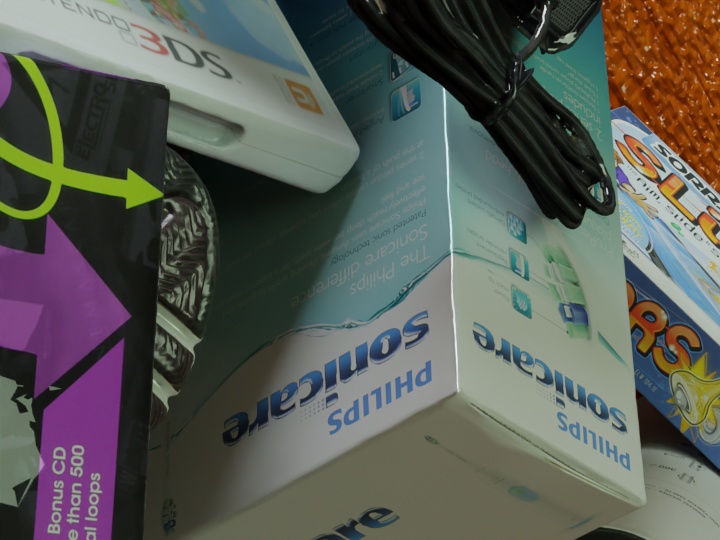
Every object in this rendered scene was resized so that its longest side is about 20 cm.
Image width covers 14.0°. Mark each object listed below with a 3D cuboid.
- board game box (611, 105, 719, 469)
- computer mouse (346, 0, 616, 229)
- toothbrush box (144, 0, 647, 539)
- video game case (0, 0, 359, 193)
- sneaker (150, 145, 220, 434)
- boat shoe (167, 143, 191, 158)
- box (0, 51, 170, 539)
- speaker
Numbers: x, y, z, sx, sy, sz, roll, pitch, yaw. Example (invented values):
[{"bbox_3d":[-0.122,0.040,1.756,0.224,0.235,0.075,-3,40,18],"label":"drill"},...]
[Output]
[{"bbox_3d":[0.135,0.027,1.035,0.200,0.034,0.135,44,21,9],"label":"board game box"},{"bbox_3d":[0.027,-0.120,0.836,0.140,0.046,0.200,44,41,-48],"label":"computer mouse"},{"bbox_3d":[0.000,0.000,0.891,0.085,0.146,0.200,32,42,-36],"label":"toothbrush box"},{"bbox_3d":[-0.101,-0.118,0.826,0.182,0.022,0.200,18,35,-49],"label":"video game case"},{"bbox_3d":[-0.122,0.050,0.783,0.076,0.115,0.200,39,69,-26],"label":"sneaker"},{"bbox_3d":[-0.120,-0.107,0.888,0.200,0.057,0.067,47,25,-2],"label":"boat shoe"},{"bbox_3d":[-0.138,0.011,0.676,0.200,0.036,0.143,8,80,-35],"label":"box"},{"bbox_3d":[0.103,0.096,1.002,0.200,0.081,0.081,-37,109,-69],"label":"speaker"}]
